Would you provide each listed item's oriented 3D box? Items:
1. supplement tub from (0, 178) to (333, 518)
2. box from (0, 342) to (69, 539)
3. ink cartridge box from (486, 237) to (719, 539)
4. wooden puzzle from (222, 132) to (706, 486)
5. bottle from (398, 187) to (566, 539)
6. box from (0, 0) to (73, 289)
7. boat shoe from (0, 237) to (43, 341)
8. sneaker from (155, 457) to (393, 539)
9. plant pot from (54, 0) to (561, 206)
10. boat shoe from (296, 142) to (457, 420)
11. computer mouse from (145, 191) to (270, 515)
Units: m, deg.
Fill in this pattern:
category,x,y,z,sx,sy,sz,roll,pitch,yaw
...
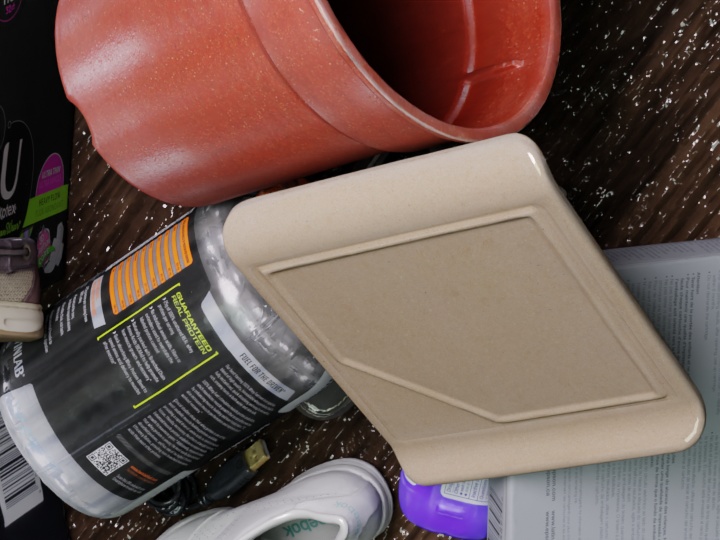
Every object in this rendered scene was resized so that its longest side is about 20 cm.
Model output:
category,x,y,z,sx,sy,sz,roll,pitch,yaw
supplement tub,-0.093,0.040,1.082,0.199,0.122,0.123,-32,90,18
box,-0.300,0.123,1.205,0.198,0.117,0.199,-8,98,18
ink cartridge box,0.167,0.084,1.076,0.198,0.041,0.202,-4,108,-14
wooden puzzle,0.053,0.023,0.971,0.184,0.037,0.201,-12,128,33
bottle,0.071,0.046,1.103,0.065,0.084,0.202,13,103,3
box,-0.245,-0.087,1.131,0.123,0.149,0.202,7,101,10
boat shoe,-0.237,-0.004,0.993,0.071,0.199,0.066,-6,78,35
sneaker,-0.077,0.178,1.166,0.199,0.088,0.076,-34,91,19
plant pot,-0.037,-0.131,0.974,0.194,0.200,0.202,-20,95,39
boat shoe,0.000,0.000,1.125,0.066,0.057,0.201,22,106,0
computer mouse,-0.097,0.057,1.171,0.141,0.046,0.200,46,108,5
